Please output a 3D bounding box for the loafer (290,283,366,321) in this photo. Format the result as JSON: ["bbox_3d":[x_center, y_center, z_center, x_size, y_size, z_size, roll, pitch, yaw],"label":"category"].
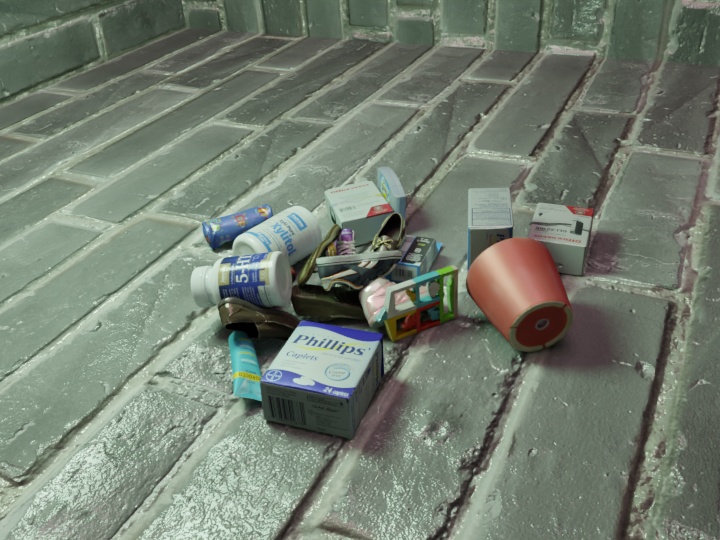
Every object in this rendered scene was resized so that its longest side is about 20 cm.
[{"bbox_3d":[-0.063,0.078,1.654,0.199,0.068,0.076,12,36,-5],"label":"loafer"}]

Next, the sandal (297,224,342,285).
[{"bbox_3d":[-0.081,-0.033,1.674,0.054,0.080,0.200,36,43,-3],"label":"sandal"}]

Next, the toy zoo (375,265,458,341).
[{"bbox_3d":[0.122,0.075,1.571,0.199,0.132,0.020,-19,35,-21],"label":"toy zoo"}]

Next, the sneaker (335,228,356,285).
[{"bbox_3d":[-0.036,-0.036,1.741,0.072,0.115,0.201,-1,19,-14],"label":"sneaker"}]

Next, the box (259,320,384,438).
[{"bbox_3d":[-0.069,0.204,1.414,0.183,0.106,0.200,8,34,18],"label":"box"}]

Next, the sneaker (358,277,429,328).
[{"bbox_3d":[0.087,0.051,1.629,0.199,0.076,0.105,-17,61,-25],"label":"sneaker"}]

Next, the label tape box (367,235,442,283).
[{"bbox_3d":[0.110,-0.047,1.828,0.142,0.066,0.200,8,36,20],"label":"label tape box"}]

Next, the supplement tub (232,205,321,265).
[{"bbox_3d":[-0.208,-0.066,1.832,0.131,0.133,0.200,21,41,34],"label":"supplement tub"}]

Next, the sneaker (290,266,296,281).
[{"bbox_3d":[-0.221,0.054,1.701,0.200,0.071,0.098,-28,39,-29],"label":"sneaker"}]

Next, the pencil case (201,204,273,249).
[{"bbox_3d":[-0.326,-0.117,1.976,0.199,0.087,0.078,-17,71,-19],"label":"pencil case"}]

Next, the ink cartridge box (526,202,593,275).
[{"bbox_3d":[0.494,-0.082,1.819,0.143,0.084,0.200,9,35,18],"label":"ink cartridge box"}]

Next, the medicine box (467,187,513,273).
[{"bbox_3d":[0.305,-0.072,1.733,0.102,0.183,0.200,1,32,9],"label":"medicine box"}]

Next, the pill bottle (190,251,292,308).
[{"bbox_3d":[-0.259,0.027,1.591,0.199,0.120,0.120,-7,31,12],"label":"pill bottle"}]

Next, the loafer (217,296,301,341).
[{"bbox_3d":[-0.212,0.122,1.553,0.199,0.073,0.071,18,50,-23],"label":"loafer"}]

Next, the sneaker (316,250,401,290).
[{"bbox_3d":[0.000,0.000,1.625,0.199,0.080,0.078,-8,2,-19],"label":"sneaker"}]

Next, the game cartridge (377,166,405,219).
[{"bbox_3d":[0.083,-0.202,2.011,0.040,0.134,0.200,-4,31,-12],"label":"game cartridge"}]

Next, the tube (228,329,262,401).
[{"bbox_3d":[-0.234,0.199,1.493,0.077,0.051,0.200,14,27,-25],"label":"tube"}]

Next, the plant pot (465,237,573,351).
[{"bbox_3d":[0.344,0.059,1.534,0.199,0.201,0.178,-10,41,-10],"label":"plant pot"}]

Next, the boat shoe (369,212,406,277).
[{"bbox_3d":[0.061,-0.061,1.737,0.071,0.060,0.200,10,42,18],"label":"boat shoe"}]

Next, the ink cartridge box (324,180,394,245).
[{"bbox_3d":[-0.003,-0.156,1.991,0.145,0.083,0.200,-14,33,-9],"label":"ink cartridge box"}]
